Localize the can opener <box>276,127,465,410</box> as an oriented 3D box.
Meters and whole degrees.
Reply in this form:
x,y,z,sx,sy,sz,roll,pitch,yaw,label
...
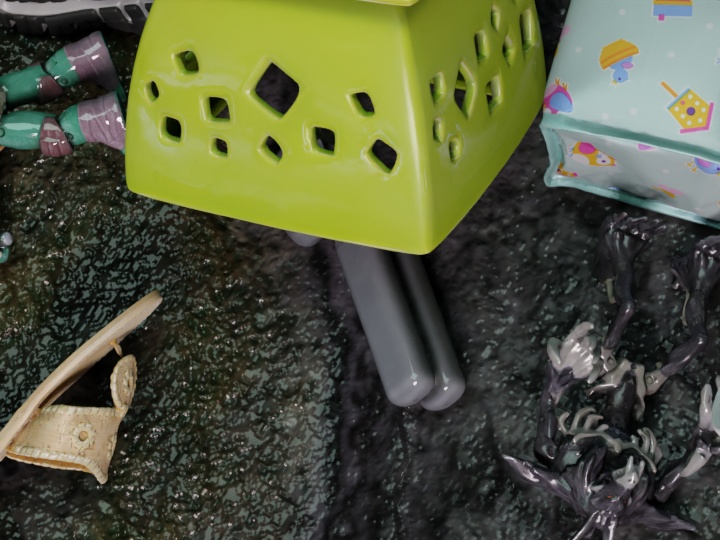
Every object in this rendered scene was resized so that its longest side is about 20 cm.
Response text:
x,y,z,sx,sy,sz,roll,pitch,yaw,label
0.000,0.000,1.481,0.067,0.053,0.201,-39,57,34,can opener

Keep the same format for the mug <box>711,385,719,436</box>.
x,y,z,sx,sy,sz,roll,pitch,yaw,label
0.301,0.072,1.295,0.175,0.148,0.200,43,43,-9,mug

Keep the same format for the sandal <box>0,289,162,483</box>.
x,y,z,sx,sy,sz,roll,pitch,yaw,label
-0.181,0.105,1.475,0.211,0.078,0.070,-39,86,-8,sandal

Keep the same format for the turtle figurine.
x,y,z,sx,sy,sz,roll,pitch,yaw,label
-0.243,-0.079,1.556,0.199,0.101,0.150,-19,63,1,turtle figurine

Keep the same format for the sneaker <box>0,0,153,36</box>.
x,y,z,sx,sy,sz,roll,pitch,yaw,label
-0.148,-0.202,1.592,0.199,0.078,0.091,6,62,17,sneaker

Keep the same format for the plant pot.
x,y,z,sx,sy,sz,roll,pitch,yaw,label
-0.015,-0.148,1.425,0.199,0.182,0.199,11,36,21,plant pot

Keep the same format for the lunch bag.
x,y,z,sx,sy,sz,roll,pitch,yaw,label
0.216,-0.115,1.421,0.199,0.122,0.171,14,71,14,lunch bag

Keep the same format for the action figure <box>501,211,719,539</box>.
x,y,z,sx,sy,sz,roll,pitch,yaw,label
0.149,0.065,1.366,0.118,0.102,0.201,18,66,-6,action figure
